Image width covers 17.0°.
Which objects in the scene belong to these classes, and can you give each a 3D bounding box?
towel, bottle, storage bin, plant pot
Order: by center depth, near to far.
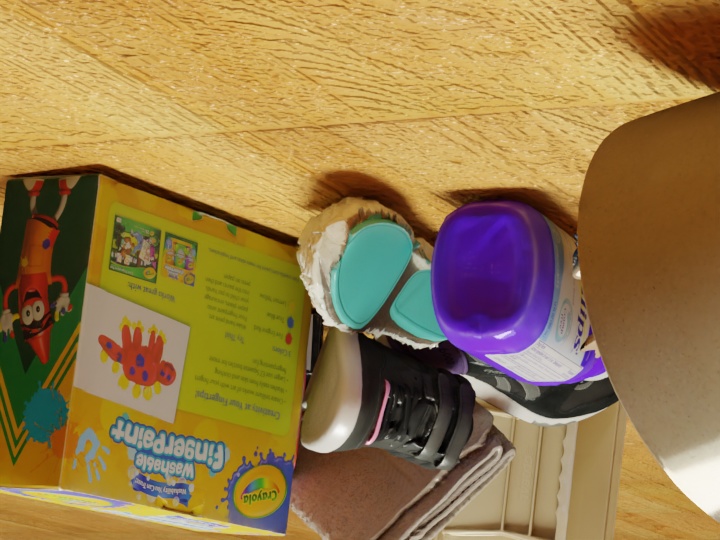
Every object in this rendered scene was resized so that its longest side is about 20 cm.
[{"bbox_3d":[0.222,-0.010,0.944,0.200,0.188,0.187,-26,152,38],"label":"plant pot"},{"bbox_3d":[0.100,0.021,1.325,0.065,0.084,0.200,-2,166,22],"label":"bottle"},{"bbox_3d":[0.010,0.117,1.550,0.035,0.132,0.200,52,170,-28],"label":"towel"},{"bbox_3d":[0.122,0.161,1.710,0.093,0.200,0.200,4,169,15],"label":"storage bin"}]

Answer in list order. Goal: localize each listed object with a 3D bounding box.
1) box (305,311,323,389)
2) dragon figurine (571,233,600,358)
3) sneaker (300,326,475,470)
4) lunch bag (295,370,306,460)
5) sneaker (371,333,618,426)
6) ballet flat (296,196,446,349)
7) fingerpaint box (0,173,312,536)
[{"bbox_3d":[-0.125,0.065,1.677,0.197,0.050,0.200,5,167,1],"label":"box"},{"bbox_3d":[0.145,-0.020,1.177,0.059,0.100,0.200,6,149,-7],"label":"dragon figurine"},{"bbox_3d":[0.021,0.076,1.369,0.099,0.071,0.200,20,-178,-2],"label":"sneaker"},{"bbox_3d":[-0.134,0.082,1.537,0.199,0.082,0.177,3,140,-1],"label":"lunch bag"},{"bbox_3d":[0.109,0.047,1.480,0.199,0.076,0.087,12,160,-36],"label":"sneaker"},{"bbox_3d":[0.000,0.000,1.316,0.071,0.072,0.200,-1,166,20],"label":"ballet flat"},{"bbox_3d":[-0.116,0.051,1.326,0.073,0.168,0.200,-1,168,35],"label":"fingerpaint box"}]
